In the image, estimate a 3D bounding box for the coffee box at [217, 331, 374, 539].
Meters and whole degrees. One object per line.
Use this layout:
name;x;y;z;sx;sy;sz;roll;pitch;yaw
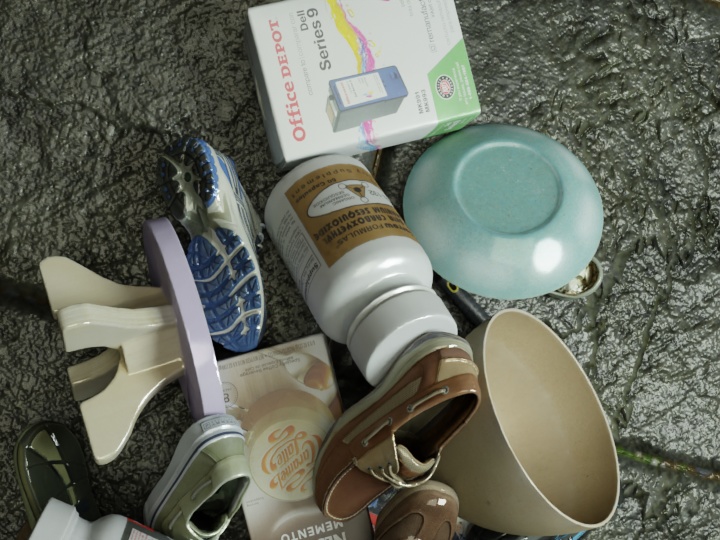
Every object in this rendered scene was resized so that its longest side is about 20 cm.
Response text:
coffee box;-0.062;0.169;0.843;0.113;0.080;0.203;-15;87;-5

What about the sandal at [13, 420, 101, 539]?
sandal;-0.278;0.233;0.820;0.057;0.080;0.204;-3;98;30

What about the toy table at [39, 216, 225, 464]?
toy table;-0.201;0.060;0.790;0.116;0.185;0.201;-15;58;-21

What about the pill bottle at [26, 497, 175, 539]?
pill bottle;-0.187;0.273;0.744;0.198;0.116;0.117;29;83;-11

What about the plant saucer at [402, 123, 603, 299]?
plant saucer;0.140;-0.071;0.875;0.198;0.039;0.203;0;62;0

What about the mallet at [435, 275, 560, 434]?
mallet;0.142;0.087;0.920;0.200;0.041;0.066;41;84;-2

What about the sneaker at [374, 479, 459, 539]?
sneaker;0.033;0.272;0.774;0.070;0.076;0.202;18;116;-17

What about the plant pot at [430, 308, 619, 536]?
plant pot;0.125;0.156;0.829;0.134;0.200;0.201;-33;96;33

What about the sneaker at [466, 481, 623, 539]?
sneaker;0.189;0.248;0.891;0.199;0.073;0.083;-32;109;-21

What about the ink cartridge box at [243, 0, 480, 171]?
ink cartridge box;-0.001;-0.191;0.871;0.197;0.087;0.147;-14;91;-8

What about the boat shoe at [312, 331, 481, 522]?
boat shoe;0.027;0.142;0.742;0.075;0.072;0.201;20;116;-31

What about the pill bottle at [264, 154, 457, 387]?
pill bottle;0.000;0.000;0.804;0.113;0.115;0.201;-25;53;-10

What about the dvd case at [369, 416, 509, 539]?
dvd case;0.077;0.229;0.908;0.145;0.022;0.202;24;85;-9

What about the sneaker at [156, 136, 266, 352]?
sneaker;-0.118;-0.026;0.838;0.076;0.085;0.203;-19;82;25

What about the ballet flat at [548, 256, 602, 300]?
ballet flat;0.151;-0.020;0.907;0.198;0.064;0.068;16;84;-10

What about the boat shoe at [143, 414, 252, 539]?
boat shoe;-0.144;0.207;0.787;0.071;0.201;0.062;-3;47;-28
